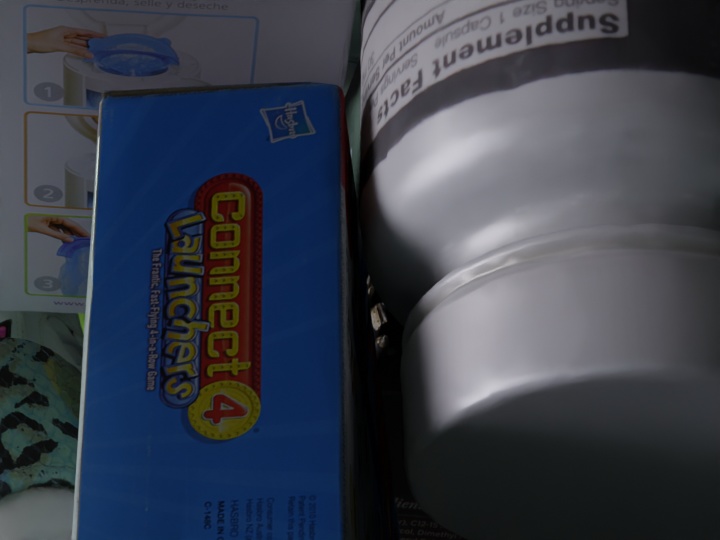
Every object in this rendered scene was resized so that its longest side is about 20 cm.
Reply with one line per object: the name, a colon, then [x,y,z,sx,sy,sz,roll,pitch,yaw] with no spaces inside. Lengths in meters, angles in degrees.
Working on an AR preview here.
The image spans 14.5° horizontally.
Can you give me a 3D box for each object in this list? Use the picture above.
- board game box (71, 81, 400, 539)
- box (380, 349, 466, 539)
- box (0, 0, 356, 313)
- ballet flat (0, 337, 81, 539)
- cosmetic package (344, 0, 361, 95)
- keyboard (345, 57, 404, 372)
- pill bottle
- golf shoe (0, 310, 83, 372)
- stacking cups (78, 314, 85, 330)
board game box: [-0.022,0.097,0.630,0.196,0.055,0.201,82,-175,-52]
box: [0.006,0.086,0.909,0.100,0.074,0.201,-98,17,-52]
box: [-0.053,-0.089,0.683,0.200,0.101,0.113,100,171,-56]
ballet flat: [-0.071,0.116,0.673,0.074,0.074,0.201,-179,83,-78]
cosmetic package: [-0.022,-0.156,0.913,0.199,0.122,0.201,4,86,55]
keyboard: [0.000,0.000,0.777,0.200,0.020,0.128,111,166,-51]
pill bottle: [0.056,-0.044,0.636,0.113,0.112,0.201,116,158,-58]
golf shoe: [-0.085,0.052,0.770,0.073,0.092,0.201,22,-119,-65]
stacking cups: [-0.062,0.034,0.844,0.061,0.060,0.201,-131,30,-75]
